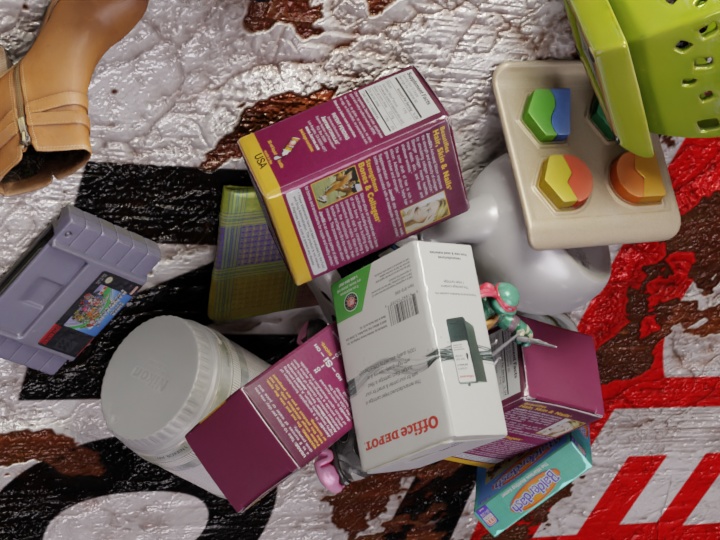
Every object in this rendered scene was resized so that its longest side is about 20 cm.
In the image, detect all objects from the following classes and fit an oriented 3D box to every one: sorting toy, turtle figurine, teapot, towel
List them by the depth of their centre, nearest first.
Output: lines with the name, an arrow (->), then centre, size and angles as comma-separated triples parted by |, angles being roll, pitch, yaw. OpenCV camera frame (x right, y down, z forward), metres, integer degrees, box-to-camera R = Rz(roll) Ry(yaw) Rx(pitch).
sorting toy -> 0.240, -0.127, 1.644 | 0.183, 0.203, 0.036 | -4, 165, -22
turtle figurine -> 0.121, 0.066, 1.667 | 0.149, 0.102, 0.199 | -15, 168, -45
towel -> -0.094, -0.022, 1.717 | 0.142, 0.023, 0.202 | -8, 137, -18
teapot -> 0.174, -0.027, 1.728 | 0.145, 0.198, 0.201 | -32, 103, 27

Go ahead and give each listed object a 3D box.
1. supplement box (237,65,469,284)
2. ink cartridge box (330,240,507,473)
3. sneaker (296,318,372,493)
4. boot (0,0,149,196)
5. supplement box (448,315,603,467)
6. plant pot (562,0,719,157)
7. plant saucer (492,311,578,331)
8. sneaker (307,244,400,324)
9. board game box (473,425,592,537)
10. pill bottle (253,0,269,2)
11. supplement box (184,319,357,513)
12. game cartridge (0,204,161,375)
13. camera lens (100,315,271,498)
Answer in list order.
supplement box -> -0.006, -0.097, 1.583 | 0.198, 0.104, 0.132 | -23, 134, -6
ink cartridge box -> 0.056, 0.089, 1.577 | 0.082, 0.203, 0.146 | 4, 160, -40
sneaker -> -0.017, 0.149, 1.809 | 0.094, 0.203, 0.079 | -16, 169, 15
boot -> -0.257, -0.163, 1.377 | 0.198, 0.156, 0.077 | -27, 140, 3
supplement box -> 0.163, 0.145, 1.827 | 0.130, 0.105, 0.199 | 17, 147, -36
plant pot -> 0.303, -0.243, 1.544 | 0.179, 0.202, 0.200 | -21, 141, 6
plant saucer -> 0.173, 0.102, 1.960 | 0.197, 0.051, 0.202 | -14, 138, -13
sneaker -> 0.000, 0.000, 1.733 | 0.112, 0.073, 0.200 | -43, 158, -10
board game box -> 0.211, 0.225, 1.931 | 0.152, 0.200, 0.045 | -39, 101, 17
pill bottle -> -0.115, -0.291, 1.343 | 0.198, 0.113, 0.112 | 5, 132, -30
supplement box -> -0.064, 0.144, 1.645 | 0.199, 0.104, 0.131 | -34, 176, -45
game cartridge -> -0.314, 0.026, 1.652 | 0.129, 0.039, 0.200 | 27, 119, -38
camera lens -> -0.173, 0.155, 1.761 | 0.159, 0.161, 0.200 | -37, 138, 15
